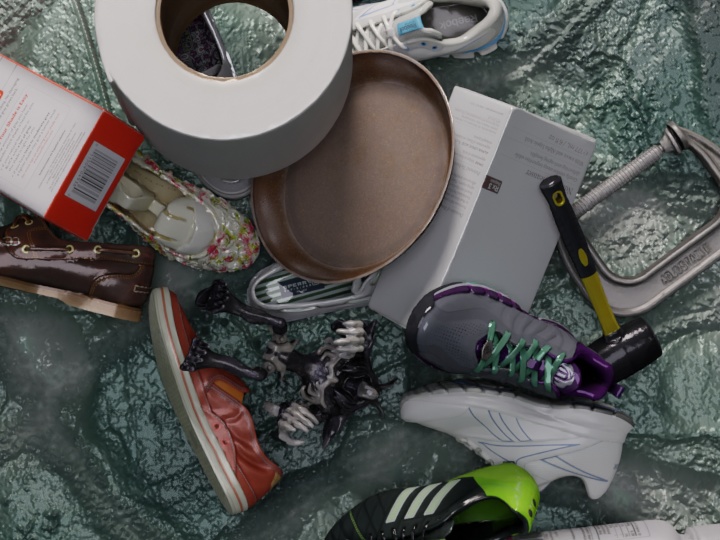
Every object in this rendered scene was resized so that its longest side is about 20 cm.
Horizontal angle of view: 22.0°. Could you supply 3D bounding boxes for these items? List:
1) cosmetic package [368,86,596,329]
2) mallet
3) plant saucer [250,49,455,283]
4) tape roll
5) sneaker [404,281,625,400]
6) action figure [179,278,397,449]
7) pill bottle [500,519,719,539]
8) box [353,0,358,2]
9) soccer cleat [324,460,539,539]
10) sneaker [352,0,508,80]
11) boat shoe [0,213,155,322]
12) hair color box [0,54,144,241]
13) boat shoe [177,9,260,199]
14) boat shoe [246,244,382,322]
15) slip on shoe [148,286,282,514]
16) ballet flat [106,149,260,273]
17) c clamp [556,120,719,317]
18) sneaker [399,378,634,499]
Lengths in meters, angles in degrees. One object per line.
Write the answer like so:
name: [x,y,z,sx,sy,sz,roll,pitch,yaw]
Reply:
cosmetic package: [0.100,-0.036,1.527,0.112,0.081,0.202,16,96,-40]
mallet: [0.200,0.004,1.539,0.065,0.041,0.201,-22,117,-7]
plant saucer: [-0.002,-0.083,1.524,0.199,0.032,0.202,-12,68,31]
tape roll: [-0.104,-0.185,1.473,0.200,0.139,0.205,0,81,0]
sneaker: [0.127,0.061,1.475,0.199,0.087,0.075,12,100,-42]
action figure: [-0.045,0.083,1.520,0.199,0.102,0.120,22,95,-25]
pill bottle: [0.211,0.267,1.529,0.198,0.113,0.115,-6,87,0]
box: [0.036,-0.316,1.596,0.198,0.040,0.138,-17,88,-1]
soccer cleat: [0.053,0.214,1.529,0.199,0.081,0.068,-22,109,17]
sneaker: [0.029,-0.203,1.568,0.198,0.087,0.076,-17,89,1]
boat shoe: [-0.272,-0.013,1.569,0.198,0.070,0.071,13,94,-7]
hair color box: [-0.280,-0.112,1.528,0.199,0.061,0.102,29,88,36]
boat shoe: [-0.132,-0.160,1.574,0.071,0.069,0.202,-13,87,0]
boat shoe: [0.000,0.000,1.566,0.198,0.067,0.074,-24,88,-1]
slip on shoe: [-0.126,0.104,1.565,0.061,0.074,0.201,-25,90,-16]
ballet flat: [-0.179,-0.054,1.571,0.199,0.064,0.076,30,105,2]
c clamp: [0.231,-0.055,1.588,0.199,0.027,0.172,-30,87,-1]
sneaker: [0.128,0.141,1.559,0.198,0.075,0.088,11,93,2]
